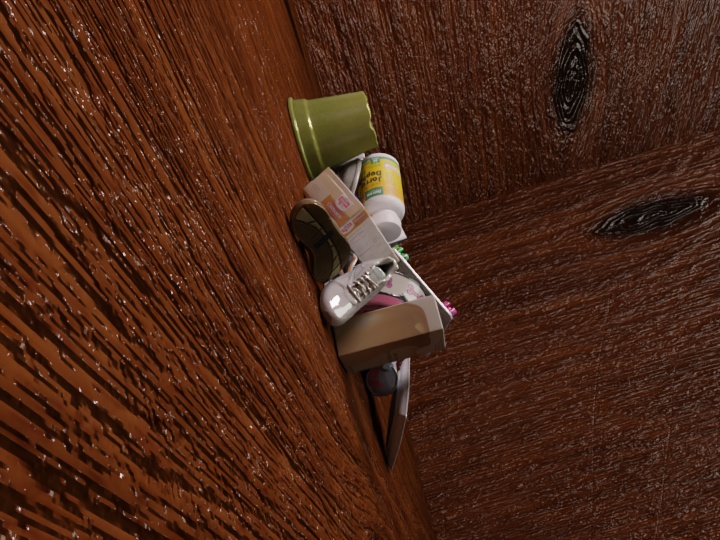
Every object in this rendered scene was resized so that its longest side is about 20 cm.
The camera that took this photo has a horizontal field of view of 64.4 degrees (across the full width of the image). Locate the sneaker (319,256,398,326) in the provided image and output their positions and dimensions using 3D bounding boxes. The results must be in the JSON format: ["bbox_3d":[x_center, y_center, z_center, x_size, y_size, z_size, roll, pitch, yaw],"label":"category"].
[{"bbox_3d":[-0.002,0.025,1.005,0.071,0.079,0.200,55,41,-7],"label":"sneaker"}]

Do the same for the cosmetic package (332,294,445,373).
[{"bbox_3d":[0.054,0.121,1.060,0.106,0.195,0.073,66,9,-60],"label":"cosmetic package"}]

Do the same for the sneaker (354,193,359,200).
[{"bbox_3d":[-0.019,-0.173,1.555,0.098,0.071,0.200,25,7,-24],"label":"sneaker"}]

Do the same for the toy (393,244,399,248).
[{"bbox_3d":[0.016,-0.051,1.620,0.047,0.195,0.118,-46,127,-50],"label":"toy"}]

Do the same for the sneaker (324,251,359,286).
[{"bbox_3d":[-0.039,-0.012,1.135,0.079,0.077,0.204,67,6,-54],"label":"sneaker"}]

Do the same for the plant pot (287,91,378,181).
[{"bbox_3d":[-0.059,-0.336,1.363,0.200,0.179,0.206,-16,90,-86],"label":"plant pot"}]

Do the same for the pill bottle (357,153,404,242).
[{"bbox_3d":[0.049,-0.172,1.381,0.114,0.110,0.204,69,14,-56],"label":"pill bottle"}]

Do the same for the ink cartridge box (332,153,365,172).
[{"bbox_3d":[-0.072,-0.341,1.527,0.084,0.141,0.205,70,6,-67],"label":"ink cartridge box"}]

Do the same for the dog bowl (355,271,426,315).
[{"bbox_3d":[0.043,0.087,1.214,0.202,0.194,0.075,71,23,-49],"label":"dog bowl"}]

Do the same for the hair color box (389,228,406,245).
[{"bbox_3d":[0.035,-0.099,1.467,0.199,0.060,0.102,-20,80,-59],"label":"hair color box"}]

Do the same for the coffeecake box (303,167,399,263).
[{"bbox_3d":[-0.017,-0.094,1.195,0.154,0.073,0.201,52,0,39],"label":"coffeecake box"}]

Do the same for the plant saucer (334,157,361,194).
[{"bbox_3d":[-0.055,-0.187,1.410,0.200,0.049,0.205,-161,-91,-78],"label":"plant saucer"}]

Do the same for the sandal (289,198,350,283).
[{"bbox_3d":[-0.070,-0.054,0.939,0.054,0.080,0.201,49,-9,36],"label":"sandal"}]

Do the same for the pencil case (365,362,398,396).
[{"bbox_3d":[0.055,0.248,1.450,0.082,0.092,0.200,33,8,-2],"label":"pencil case"}]

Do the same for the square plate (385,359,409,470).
[{"bbox_3d":[0.091,0.350,1.413,0.202,0.028,0.202,-79,179,-55],"label":"square plate"}]

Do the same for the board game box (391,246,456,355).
[{"bbox_3d":[0.121,0.071,1.297,0.201,0.026,0.202,51,-27,20],"label":"board game box"}]
